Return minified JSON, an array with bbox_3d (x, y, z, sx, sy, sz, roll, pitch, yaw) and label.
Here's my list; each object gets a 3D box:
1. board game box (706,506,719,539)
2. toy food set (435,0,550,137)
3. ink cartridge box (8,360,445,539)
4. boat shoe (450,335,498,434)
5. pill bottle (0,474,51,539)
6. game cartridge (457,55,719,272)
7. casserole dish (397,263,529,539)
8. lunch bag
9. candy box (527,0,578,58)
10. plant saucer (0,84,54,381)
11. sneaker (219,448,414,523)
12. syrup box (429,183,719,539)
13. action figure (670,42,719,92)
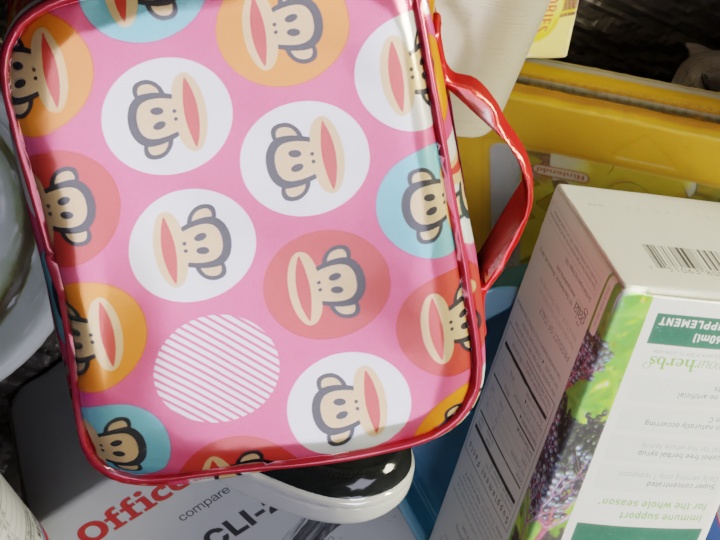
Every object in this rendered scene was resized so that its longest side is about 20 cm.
[{"bbox_3d":[0.233,0.141,1.319,0.134,0.200,0.045,-21,131,0],"label":"board game box"},{"bbox_3d":[-0.012,-0.142,1.045,0.200,0.060,0.144,16,117,-16],"label":"toy food set"},{"bbox_3d":[-0.037,0.101,1.272,0.144,0.084,0.200,-32,129,14],"label":"ink cartridge box"},{"bbox_3d":[0.000,0.000,1.196,0.062,0.072,0.200,-49,123,-35],"label":"boat shoe"},{"bbox_3d":[-0.185,0.112,1.146,0.109,0.109,0.200,-28,127,5],"label":"pill bottle"},{"bbox_3d":[0.118,0.006,1.203,0.176,0.032,0.200,12,134,15],"label":"game cartridge"},{"bbox_3d":[0.071,0.072,1.207,0.121,0.039,0.200,-29,129,-1],"label":"casserole dish"},{"bbox_3d":[-0.028,-0.029,1.019,0.176,0.082,0.200,-8,115,-2],"label":"lunch bag"},{"bbox_3d":[-0.011,-0.142,1.109,0.200,0.055,0.115,-1,126,-16],"label":"candy box"},{"bbox_3d":[-0.209,-0.025,1.132,0.200,0.050,0.200,-4,130,-5],"label":"plant saucer"},{"bbox_3d":[-0.052,0.002,1.114,0.073,0.200,0.112,-30,149,-33],"label":"sneaker"},{"bbox_3d":[0.093,0.072,1.140,0.079,0.081,0.200,6,119,-22],"label":"syrup box"},{"bbox_3d":[0.152,-0.013,1.265,0.200,0.105,0.194,1,127,19],"label":"action figure"}]
